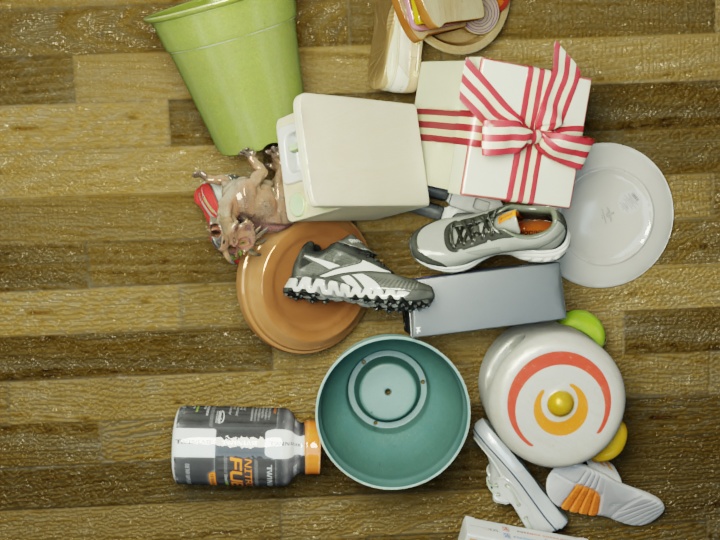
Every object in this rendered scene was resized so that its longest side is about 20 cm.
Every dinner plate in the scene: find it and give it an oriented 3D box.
[{"bbox_3d":[0.335,-0.074,1.322,0.199,0.024,0.202,0,98,-3],"label":"dinner plate"}]

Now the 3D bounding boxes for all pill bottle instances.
[{"bbox_3d":[-0.151,0.239,1.307,0.198,0.106,0.107,1,98,-2],"label":"pill bottle"}]

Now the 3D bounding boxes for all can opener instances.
[{"bbox_3d":[0.100,-0.093,1.289,0.199,0.067,0.054,17,96,-4],"label":"can opener"}]

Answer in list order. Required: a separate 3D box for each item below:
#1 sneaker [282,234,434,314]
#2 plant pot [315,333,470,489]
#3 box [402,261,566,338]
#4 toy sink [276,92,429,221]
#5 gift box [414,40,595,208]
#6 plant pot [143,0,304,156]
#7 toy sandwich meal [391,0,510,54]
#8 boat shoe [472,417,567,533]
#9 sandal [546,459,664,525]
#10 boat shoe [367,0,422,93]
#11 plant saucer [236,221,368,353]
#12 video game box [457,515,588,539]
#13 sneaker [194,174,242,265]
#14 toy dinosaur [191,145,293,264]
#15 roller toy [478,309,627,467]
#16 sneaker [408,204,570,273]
[{"bbox_3d":[0.000,0.000,1.194,0.199,0.066,0.091,6,77,24],"label":"sneaker"},{"bbox_3d":[0.039,0.175,1.290,0.199,0.134,0.202,0,97,-2],"label":"plant pot"},{"bbox_3d":[0.156,0.037,1.269,0.198,0.141,0.080,-7,92,-1],"label":"box"},{"bbox_3d":[-0.028,-0.131,1.165,0.199,0.112,0.131,-5,86,-45],"label":"toy sink"},{"bbox_3d":[0.167,-0.186,1.194,0.183,0.187,0.202,-1,102,-25],"label":"gift box"},{"bbox_3d":[-0.148,-0.254,1.216,0.199,0.200,0.191,-16,111,1],"label":"plant pot"},{"bbox_3d":[0.123,-0.370,1.213,0.204,0.070,0.207,0,91,-30],"label":"toy sandwich meal"},{"bbox_3d":[0.210,0.300,1.342,0.067,0.074,0.200,-38,98,5],"label":"boat shoe"},{"bbox_3d":[0.339,0.306,1.360,0.206,0.059,0.079,25,119,-25],"label":"sandal"},{"bbox_3d":[0.060,-0.329,1.260,0.069,0.074,0.202,11,89,-26],"label":"boat shoe"},{"bbox_3d":[-0.066,0.014,1.272,0.199,0.037,0.202,-4,99,-28],"label":"plant saucer"},{"bbox_3d":[0.212,0.454,1.356,0.181,0.047,0.201,11,111,-1],"label":"video game box"},{"bbox_3d":[-0.157,-0.038,1.295,0.084,0.077,0.201,-9,114,36],"label":"sneaker"},{"bbox_3d":[-0.123,-0.076,1.194,0.199,0.086,0.136,-10,78,-36],"label":"toy dinosaur"},{"bbox_3d":[0.256,0.166,1.292,0.181,0.140,0.202,-11,98,0],"label":"roller toy"},{"bbox_3d":[0.156,-0.049,1.181,0.199,0.079,0.074,-7,64,10],"label":"sneaker"}]
